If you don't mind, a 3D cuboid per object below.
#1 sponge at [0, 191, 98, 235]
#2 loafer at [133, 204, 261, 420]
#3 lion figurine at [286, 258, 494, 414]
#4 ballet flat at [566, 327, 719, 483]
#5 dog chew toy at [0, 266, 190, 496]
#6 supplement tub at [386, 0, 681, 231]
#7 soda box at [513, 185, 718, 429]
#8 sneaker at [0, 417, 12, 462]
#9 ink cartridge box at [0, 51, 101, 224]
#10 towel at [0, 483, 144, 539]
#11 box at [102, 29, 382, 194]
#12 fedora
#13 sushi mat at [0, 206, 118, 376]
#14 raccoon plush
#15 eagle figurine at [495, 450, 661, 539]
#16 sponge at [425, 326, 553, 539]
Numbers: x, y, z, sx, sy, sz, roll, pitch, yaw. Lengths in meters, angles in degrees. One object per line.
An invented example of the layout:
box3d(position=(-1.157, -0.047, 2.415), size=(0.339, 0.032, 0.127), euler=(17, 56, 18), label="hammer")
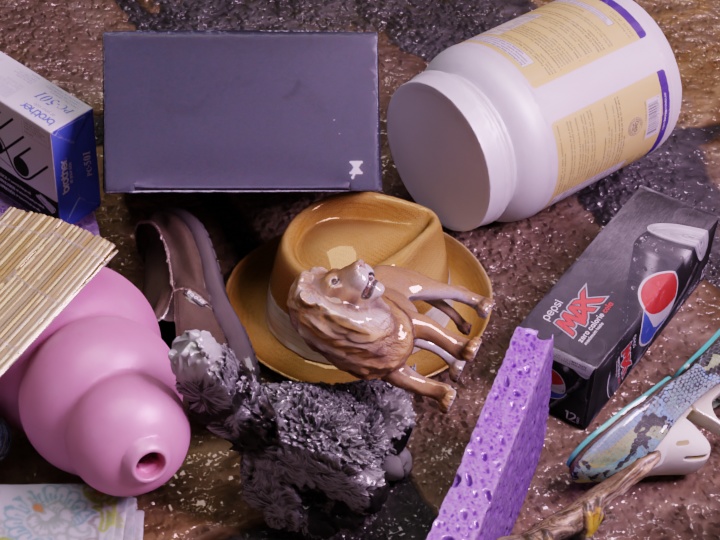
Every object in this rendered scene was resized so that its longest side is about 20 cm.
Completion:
box3d(position=(-0.268, -0.063, 1.408), size=(0.111, 0.030, 0.200), euler=(-9, 44, -13), label="sponge")
box3d(position=(-0.130, 0.028, 1.294), size=(0.071, 0.073, 0.200), euler=(-13, 44, -17), label="loafer")
box3d(position=(0.018, 0.031, 1.204), size=(0.122, 0.073, 0.200), euler=(26, 7, 3), label="lion figurine")
box3d(position=(0.226, 0.099, 1.248), size=(0.074, 0.074, 0.200), euler=(34, 54, 30), label="ballet flat")
box3d(position=(-0.173, 0.076, 1.184), size=(0.124, 0.125, 0.200), euler=(-17, 32, -21), label="dog chew toy")
box3d(position=(0.135, -0.125, 1.427), size=(0.200, 0.146, 0.145), euler=(-27, 50, -29), label="supplement tub")
box3d(position=(0.185, 0.023, 1.328), size=(0.071, 0.063, 0.200), euler=(25, 47, 22), label="soda box")
box3d(position=(-0.320, 0.111, 1.196), size=(0.199, 0.085, 0.077), euler=(4, 79, 18), label="sneaker")
box3d(position=(-0.280, -0.117, 1.365), size=(0.200, 0.094, 0.044), euler=(31, 49, 29), label="ink cartridge box")
box3d(position=(-0.232, 0.205, 1.115), size=(0.199, 0.048, 0.171), euler=(0, 39, -3), label="towel")
box3d(position=(-0.089, -0.119, 1.361), size=(0.196, 0.118, 0.200), euler=(0, 6, -4), label="box")
box3d(position=(0.000, 0.000, 1.326), size=(0.200, 0.082, 0.201), euler=(2, 42, -2), label="fedora")
box3d(position=(-0.249, 0.038, 1.157), size=(0.096, 0.012, 0.200), euler=(19, 55, 32), label="sushi mat")
box3d(position=(-0.028, 0.075, 1.180), size=(0.097, 0.200, 0.134), euler=(-9, 37, 27), label="raccoon plush")
box3d(position=(0.157, 0.231, 1.074), size=(0.152, 0.151, 0.200), euler=(-34, 78, 16), label="eagle figurine")
box3d(position=(0.081, 0.141, 1.154), size=(0.030, 0.112, 0.200), euler=(13, 43, 14), label="sponge")
